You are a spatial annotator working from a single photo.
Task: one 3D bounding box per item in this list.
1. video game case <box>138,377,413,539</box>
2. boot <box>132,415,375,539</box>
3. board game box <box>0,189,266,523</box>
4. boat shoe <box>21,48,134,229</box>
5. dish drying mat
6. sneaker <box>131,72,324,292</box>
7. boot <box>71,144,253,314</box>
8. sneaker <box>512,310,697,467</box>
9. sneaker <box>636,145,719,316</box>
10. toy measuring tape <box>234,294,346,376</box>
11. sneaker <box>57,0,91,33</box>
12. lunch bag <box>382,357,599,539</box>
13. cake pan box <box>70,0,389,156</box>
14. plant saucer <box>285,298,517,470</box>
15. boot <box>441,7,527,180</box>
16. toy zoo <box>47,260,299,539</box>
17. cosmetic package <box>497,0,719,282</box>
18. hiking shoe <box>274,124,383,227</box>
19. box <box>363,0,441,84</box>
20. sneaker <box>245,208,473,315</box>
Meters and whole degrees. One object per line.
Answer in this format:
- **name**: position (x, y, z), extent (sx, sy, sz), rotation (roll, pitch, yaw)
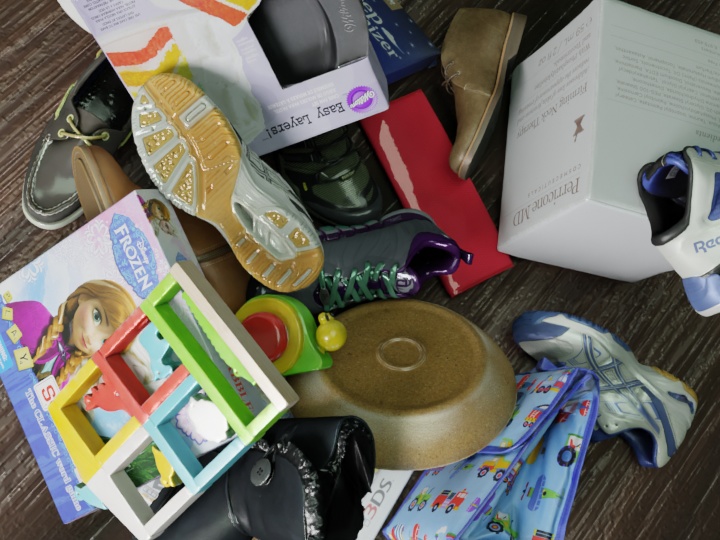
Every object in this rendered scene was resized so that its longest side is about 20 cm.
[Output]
- **video game case**: position (-0.067, 0.174, 0.820), extent (0.200, 0.023, 0.182), rotation (34, 70, -3)
- **boot**: position (-0.084, 0.193, 0.706), extent (0.076, 0.168, 0.201), rotation (41, 64, -35)
- **board game box**: position (-0.195, 0.070, 0.740), extent (0.199, 0.041, 0.201), rotation (-30, 82, 24)
- **boat shoe**: position (-0.239, -0.131, 0.834), extent (0.072, 0.061, 0.202), rotation (28, 71, -7)
- **dish drying mat**: position (0.074, -0.077, 0.924), extent (0.077, 0.018, 0.201), rotation (-25, 84, -19)
- **sneaker**: position (-0.106, -0.069, 0.754), extent (0.076, 0.088, 0.200), rotation (-35, 101, 8)
- **boot**: position (-0.147, -0.047, 0.826), extent (0.154, 0.074, 0.201), rotation (-35, 105, -25)
- **sneaker**: position (0.224, 0.112, 0.883), extent (0.199, 0.075, 0.088), rotation (30, 71, -5)
- **sneaker**: position (0.298, -0.073, 0.766), extent (0.115, 0.081, 0.200), rotation (43, 69, -9)
- **toy measuring tape**: position (-0.106, 0.061, 0.781), extent (0.199, 0.074, 0.074), rotation (-12, 77, 17)
- **sneaker**: position (-0.137, -0.216, 0.784), extent (0.199, 0.129, 0.080), rotation (41, 35, -23)
- **lunch bag**: position (0.127, 0.164, 0.802), extent (0.094, 0.151, 0.200), rotation (35, 68, -10)
- **cake pan box**: position (-0.092, -0.180, 0.738), extent (0.199, 0.185, 0.052), rotation (-17, 41, 11)
- **plant saucer**: position (0.034, 0.082, 0.799), extent (0.199, 0.036, 0.201), rotation (0, 37, 0)
- **boot**: position (0.108, -0.180, 0.938), extent (0.075, 0.074, 0.201), rotation (17, 64, 2)
- **toy zoo**: position (-0.151, 0.107, 0.689), extent (0.200, 0.020, 0.131), rotation (-44, 77, 20)
- **cosmetic package**: position (0.246, -0.115, 0.891), extent (0.166, 0.167, 0.201), rotation (13, 72, -17)
- **hiking shoe**: position (-0.046, -0.126, 0.861), extent (0.076, 0.101, 0.200), rotation (-36, 87, -19)
- **box**: position (0.001, -0.229, 0.883), extent (0.121, 0.032, 0.200), rotation (50, 36, 3)
- **sneaker**: position (0.000, 0.000, 0.823), extent (0.199, 0.087, 0.075), rotation (-24, 122, -24)
